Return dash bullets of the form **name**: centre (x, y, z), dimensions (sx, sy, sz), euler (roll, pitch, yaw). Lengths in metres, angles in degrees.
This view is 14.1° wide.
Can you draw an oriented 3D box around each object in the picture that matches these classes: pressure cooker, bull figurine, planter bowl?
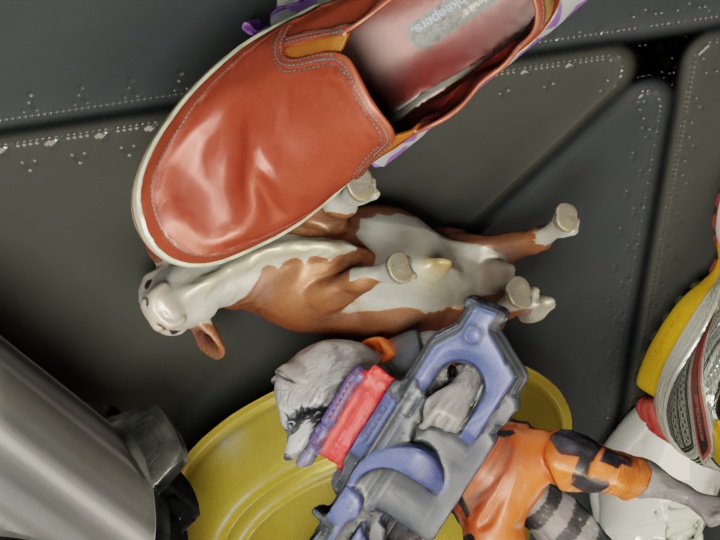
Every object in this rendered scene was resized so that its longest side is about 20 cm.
- **pressure cooker**: centre (-0.172, 0.118, 1.240), dimensions (0.175, 0.179, 0.200), euler (-7, 145, 34)
- **bull figurine**: centre (0.000, 0.000, 1.283), dimensions (0.199, 0.065, 0.121), euler (3, 166, -37)
- **planter bowl**: centre (0.014, 0.127, 1.360), dimensions (0.200, 0.084, 0.201), euler (-11, 146, -8)

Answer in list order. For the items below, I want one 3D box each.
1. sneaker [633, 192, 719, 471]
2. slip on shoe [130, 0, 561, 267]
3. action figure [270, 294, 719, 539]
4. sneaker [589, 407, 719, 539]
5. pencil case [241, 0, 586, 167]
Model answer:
- **sneaker**: centre (0.207, 0.007, 1.382), dimensions (0.078, 0.082, 0.201), euler (12, 108, -31)
- **slip on shoe**: centre (-0.008, -0.069, 1.148), dimensions (0.200, 0.061, 0.074), euler (-33, 102, 8)
- **action figure**: centre (0.033, 0.107, 1.270), dimensions (0.193, 0.105, 0.200), euler (38, 104, -7)
- **sneaker**: centre (0.151, 0.155, 1.481), dimensions (0.075, 0.089, 0.201), euler (6, 119, -28)
- **pencil case**: centre (0.049, -0.129, 1.210), dimensions (0.200, 0.086, 0.084), euler (-38, 170, 7)
